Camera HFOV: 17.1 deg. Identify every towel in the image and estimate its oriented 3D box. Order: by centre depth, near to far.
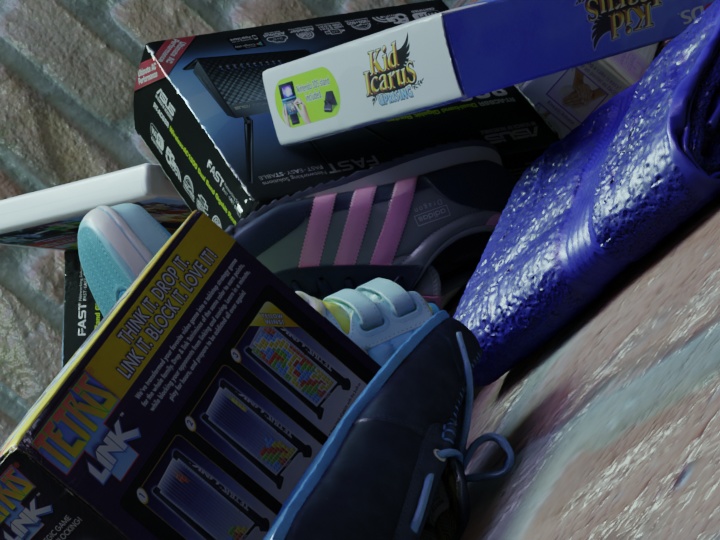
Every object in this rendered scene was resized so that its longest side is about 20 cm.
[{"bbox_3d":[0.115,-0.041,1.089,0.200,0.049,0.148,-45,6,46],"label":"towel"}]

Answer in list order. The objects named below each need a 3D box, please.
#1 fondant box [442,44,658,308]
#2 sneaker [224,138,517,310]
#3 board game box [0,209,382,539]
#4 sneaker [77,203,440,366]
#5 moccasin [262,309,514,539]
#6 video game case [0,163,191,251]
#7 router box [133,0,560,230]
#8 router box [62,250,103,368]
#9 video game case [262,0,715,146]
[{"bbox_3d":[0.097,-0.079,1.469,0.200,0.058,0.144,-49,5,26],"label":"fondant box"},{"bbox_3d":[0.000,0.000,1.223,0.199,0.082,0.070,-23,-30,-13],"label":"sneaker"},{"bbox_3d":[-0.058,0.088,1.023,0.057,0.165,0.200,-46,6,35],"label":"board game box"},{"bbox_3d":[-0.038,0.025,1.167,0.130,0.200,0.079,-40,3,-23],"label":"sneaker"},{"bbox_3d":[0.010,0.094,0.957,0.081,0.068,0.200,-56,-1,42],"label":"moccasin"},{"bbox_3d":[-0.118,-0.033,1.464,0.199,0.181,0.023,-9,79,47],"label":"video game case"},{"bbox_3d":[-0.008,-0.075,1.330,0.199,0.150,0.062,-12,-45,-26],"label":"router box"},{"bbox_3d":[-0.133,0.075,1.519,0.200,0.062,0.151,40,-130,-76],"label":"router box"},{"bbox_3d":[0.077,-0.119,1.231,0.199,0.046,0.181,-18,5,-31],"label":"video game case"}]
